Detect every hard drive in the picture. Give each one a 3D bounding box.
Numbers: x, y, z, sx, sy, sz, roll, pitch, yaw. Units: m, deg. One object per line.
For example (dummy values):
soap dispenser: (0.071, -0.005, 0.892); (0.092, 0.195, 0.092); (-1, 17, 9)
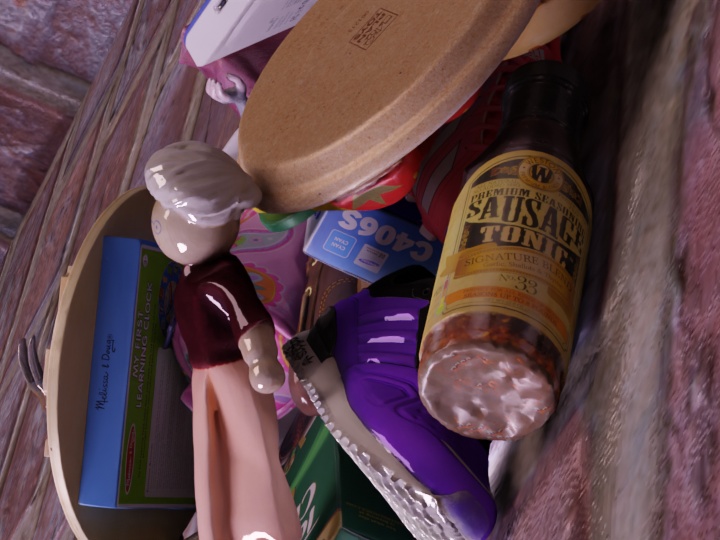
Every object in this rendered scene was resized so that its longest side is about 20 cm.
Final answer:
hard drive: (0.000, -0.191, 1.732); (0.199, 0.025, 0.132); (-26, -9, -28)

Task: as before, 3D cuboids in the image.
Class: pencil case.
pencil case: (-0.036, 0.001, 1.583); (0.088, 0.087, 0.200); (-58, 1, 39)

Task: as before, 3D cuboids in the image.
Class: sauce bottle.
sauce bottle: (0.068, -0.016, 1.274); (0.201, 0.066, 0.066); (-78, 16, -46)

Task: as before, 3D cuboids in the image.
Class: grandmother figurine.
grandmother figurine: (-0.061, 0.040, 1.331); (0.121, 0.060, 0.201); (-8, 94, 63)

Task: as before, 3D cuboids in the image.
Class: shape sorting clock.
shape sorting clock: (-0.116, 0.056, 1.540); (0.200, 0.039, 0.201); (5, -90, -71)

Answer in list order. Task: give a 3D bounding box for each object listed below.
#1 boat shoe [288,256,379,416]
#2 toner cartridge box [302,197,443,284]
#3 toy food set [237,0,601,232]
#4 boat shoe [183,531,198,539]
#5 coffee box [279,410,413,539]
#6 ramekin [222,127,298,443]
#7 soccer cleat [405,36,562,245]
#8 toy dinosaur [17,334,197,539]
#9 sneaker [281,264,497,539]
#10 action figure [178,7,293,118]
boat shoe: (0.000, 0.000, 1.492); (0.070, 0.070, 0.200); (-30, 22, 24)
toner cartridge box: (0.029, -0.062, 1.481); (0.200, 0.095, 0.043); (-82, 18, -55)
toy food set: (0.021, -0.099, 1.367); (0.200, 0.049, 0.198); (-54, 26, -19)
boat shoe: (-0.099, 0.225, 1.593); (0.201, 0.071, 0.065); (-61, 26, 28)
coffee box: (-0.021, 0.136, 1.444); (0.123, 0.044, 0.200); (-61, 13, 20)
ramekin: (-0.063, 0.017, 1.755); (0.202, 0.094, 0.203); (-157, 90, -80)
soccer cleat: (0.067, -0.072, 1.409); (0.077, 0.066, 0.200); (-55, 13, 29)
toy dinosaur: (-0.116, 0.109, 1.620); (0.182, 0.105, 0.201); (49, -162, -61)
sneaker: (0.033, 0.048, 1.306); (0.099, 0.070, 0.200); (-38, 28, 0)
action figure: (-0.041, -0.097, 1.859); (0.200, 0.133, 0.150); (-131, 27, -51)
